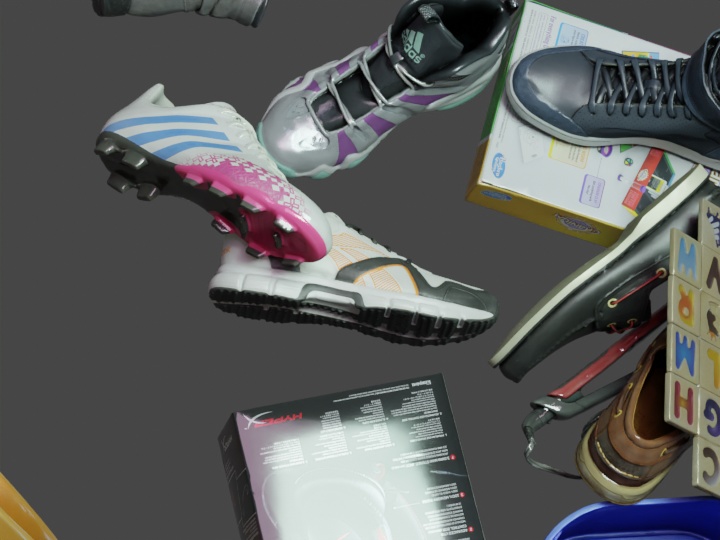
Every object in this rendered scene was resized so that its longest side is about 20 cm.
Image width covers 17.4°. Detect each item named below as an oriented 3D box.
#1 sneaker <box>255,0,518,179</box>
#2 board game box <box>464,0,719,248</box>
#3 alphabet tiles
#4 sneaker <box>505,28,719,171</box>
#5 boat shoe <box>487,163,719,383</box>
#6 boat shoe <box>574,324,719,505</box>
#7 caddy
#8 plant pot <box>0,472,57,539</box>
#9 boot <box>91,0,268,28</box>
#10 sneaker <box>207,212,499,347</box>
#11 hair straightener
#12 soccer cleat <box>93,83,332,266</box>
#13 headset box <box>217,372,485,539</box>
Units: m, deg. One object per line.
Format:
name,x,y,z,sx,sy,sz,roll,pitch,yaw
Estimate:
sneaker,0.021,-0.142,1.616,0.200,0.140,0.078,-32,81,-20
board game box,0.190,-0.092,1.690,0.200,0.040,0.153,19,69,-6
alphabet tiles,0.252,0.060,1.560,0.166,0.006,0.200,27,59,-44
sneaker,0.210,-0.133,1.609,0.202,0.146,0.077,11,72,-7
boat shoe,0.176,0.013,1.616,0.201,0.074,0.063,-39,92,0
boat shoe,0.219,0.075,1.571,0.072,0.068,0.200,39,52,7
caddy,0.199,0.224,1.551,0.200,0.105,0.142,-2,73,-13
plant pot,-0.306,0.174,1.426,0.183,0.200,0.200,-43,85,-6
boot,-0.127,-0.270,1.674,0.131,0.070,0.200,0,83,-15
sneaker,0.000,0.000,1.602,0.200,0.074,0.080,12,68,-9
hair straightener,0.193,0.084,1.629,0.200,0.041,0.077,-33,82,-26
soccer cleat,-0.088,-0.073,1.574,0.200,0.070,0.086,25,60,29
headset box,0.002,0.182,1.539,0.148,0.075,0.200,-11,74,-15
